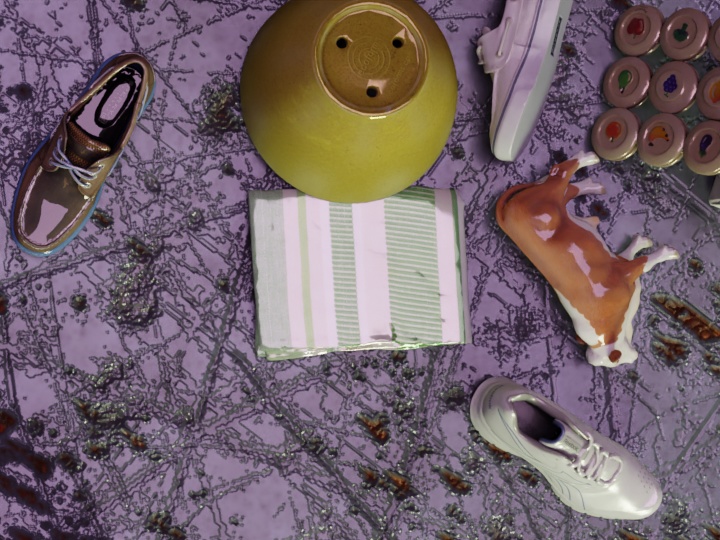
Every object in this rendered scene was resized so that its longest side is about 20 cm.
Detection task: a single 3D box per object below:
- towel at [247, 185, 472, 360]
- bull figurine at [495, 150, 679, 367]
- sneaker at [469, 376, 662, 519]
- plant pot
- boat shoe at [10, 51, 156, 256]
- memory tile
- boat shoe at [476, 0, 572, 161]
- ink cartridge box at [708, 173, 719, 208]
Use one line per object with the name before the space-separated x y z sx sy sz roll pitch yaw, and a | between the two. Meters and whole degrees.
towel | 0.000 0.000 1.687 0.198 0.023 0.154 -3 88 -8
bull figurine | 0.212 -0.009 1.704 0.121 0.065 0.200 -41 98 -13
sneaker | 0.190 0.168 1.683 0.199 0.087 0.075 31 82 -9
plant pot | 0.000 -0.170 1.621 0.198 0.142 0.202 1 82 -9
boat shoe | -0.246 -0.106 1.620 0.072 0.072 0.201 28 84 -8
memory tile | 0.303 -0.163 1.674 0.017 0.199 0.155 20 83 -51
boat shoe | 0.141 -0.201 1.702 0.069 0.071 0.202 15 90 18
ink cartridge box | 0.450 -0.100 1.706 0.199 0.145 0.148 19 86 -9
